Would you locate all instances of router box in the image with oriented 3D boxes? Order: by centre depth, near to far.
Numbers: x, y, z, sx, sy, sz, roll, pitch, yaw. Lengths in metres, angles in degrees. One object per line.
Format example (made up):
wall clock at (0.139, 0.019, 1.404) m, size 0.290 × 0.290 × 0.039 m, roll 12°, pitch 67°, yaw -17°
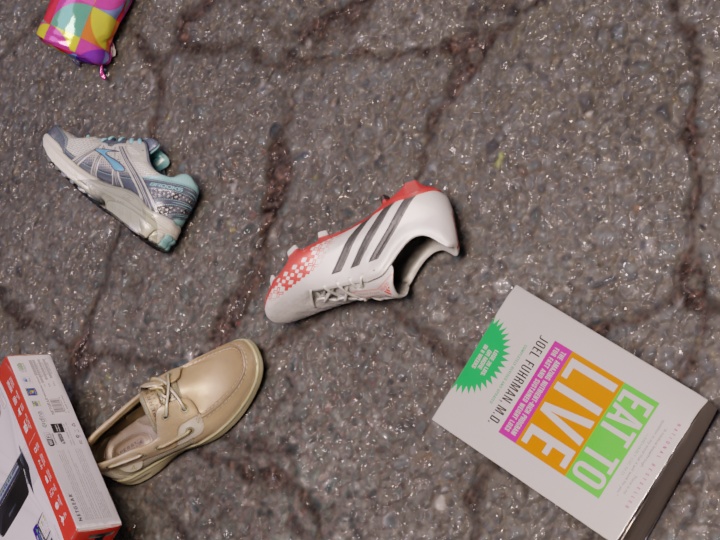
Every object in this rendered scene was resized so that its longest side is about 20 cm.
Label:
router box at (-0.312, 0.214, 1.479) m, size 0.180 × 0.048 × 0.201 m, roll -56°, pitch 51°, yaw 35°

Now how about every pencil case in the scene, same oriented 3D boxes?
pencil case at (-0.266, -0.308, 1.632) m, size 0.088 × 0.088 × 0.202 m, roll 22°, pitch 90°, yaw 35°

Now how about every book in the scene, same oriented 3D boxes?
book at (0.169, 0.115, 1.250) m, size 0.199 × 0.048 × 0.135 m, roll 31°, pitch 89°, yaw 37°

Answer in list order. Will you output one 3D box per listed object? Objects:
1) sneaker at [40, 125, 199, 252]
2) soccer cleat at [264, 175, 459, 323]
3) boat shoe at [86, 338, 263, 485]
sneaker at (-0.236, -0.098, 1.562) m, size 0.199 × 0.078 × 0.087 m, roll 36°, pitch 83°, yaw 28°
soccer cleat at (0.000, 0.000, 1.376) m, size 0.199 × 0.069 × 0.086 m, roll -33°, pitch 56°, yaw 15°
boat shoe at (-0.175, 0.130, 1.447) m, size 0.199 × 0.065 × 0.073 m, roll -36°, pitch 59°, yaw 19°
